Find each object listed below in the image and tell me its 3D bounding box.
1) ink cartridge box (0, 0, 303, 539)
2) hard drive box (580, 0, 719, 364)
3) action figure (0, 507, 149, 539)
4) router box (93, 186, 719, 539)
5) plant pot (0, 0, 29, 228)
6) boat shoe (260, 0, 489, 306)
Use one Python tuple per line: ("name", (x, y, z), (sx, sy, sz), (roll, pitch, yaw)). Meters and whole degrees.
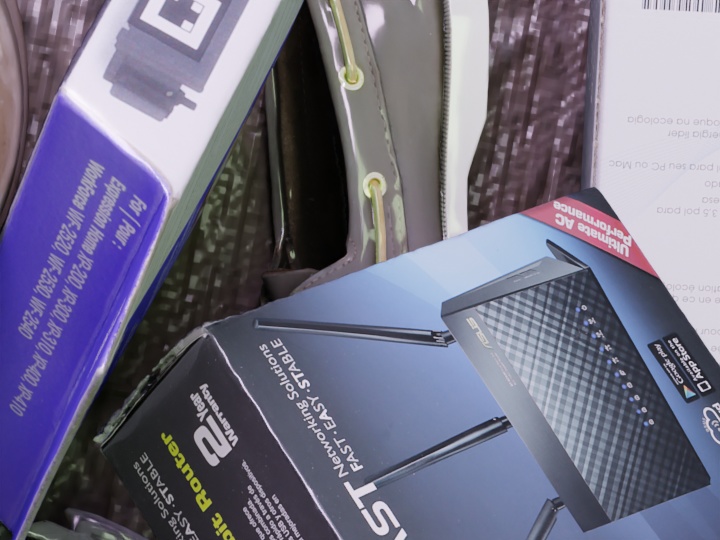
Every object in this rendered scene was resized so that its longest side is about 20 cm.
("ink cartridge box", (-0.059, -0.021, 0.746), (0.043, 0.198, 0.200), (25, 58, -3))
("hard drive box", (0.141, -0.016, 0.878), (0.155, 0.077, 0.201), (3, 103, 1))
("action figure", (-0.121, 0.132, 0.826), (0.130, 0.069, 0.201), (12, 85, 0))
("router box", (0.049, 0.087, 0.750), (0.150, 0.062, 0.200), (-21, 71, -43))
("plant pot", (-0.164, -0.042, 0.744), (0.199, 0.173, 0.201), (-2, 95, -21))
("boat shoe", (-0.001, 0.000, 0.870), (0.060, 0.072, 0.202), (2, 87, -22))
